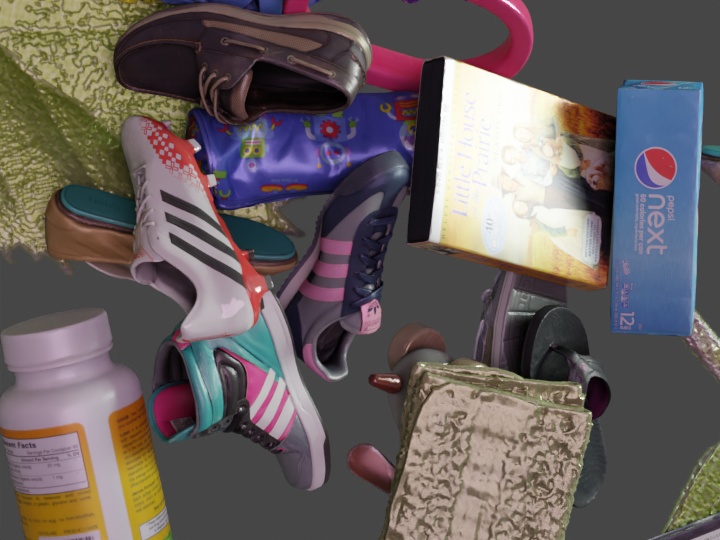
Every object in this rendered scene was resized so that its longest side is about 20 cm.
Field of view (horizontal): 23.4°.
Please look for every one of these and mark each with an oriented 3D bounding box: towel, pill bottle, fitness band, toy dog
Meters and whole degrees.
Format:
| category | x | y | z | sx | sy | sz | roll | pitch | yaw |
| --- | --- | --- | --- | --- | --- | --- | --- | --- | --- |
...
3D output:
| category | x | y | z | sx | sy | sz | roll | pitch | yaw |
| --- | --- | --- | --- | --- | --- | --- | --- | --- | --- |
| towel | 0.092 | 0.174 | 1.335 | 0.147 | 0.036 | 0.201 | 10 | 95 | -5 |
| pill bottle | -0.215 | 0.136 | 1.331 | 0.110 | 0.111 | 0.201 | -12 | 99 | -11 |
| fitness band | 0.038 | -0.192 | 1.334 | 0.199 | 0.144 | 0.038 | 15 | 53 | -22 |
| toy dog | 0.041 | 0.144 | 1.392 | 0.096 | 0.132 | 0.201 | -4 | 89 | -34 |

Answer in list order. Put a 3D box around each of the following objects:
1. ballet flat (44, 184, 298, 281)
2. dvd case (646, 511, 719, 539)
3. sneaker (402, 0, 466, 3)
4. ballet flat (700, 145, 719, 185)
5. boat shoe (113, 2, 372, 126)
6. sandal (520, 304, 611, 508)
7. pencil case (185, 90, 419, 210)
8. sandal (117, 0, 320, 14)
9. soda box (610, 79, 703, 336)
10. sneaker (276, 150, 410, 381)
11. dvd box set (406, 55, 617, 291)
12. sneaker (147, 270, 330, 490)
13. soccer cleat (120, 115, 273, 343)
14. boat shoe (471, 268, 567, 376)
| category | x | y | z | sx | sy | sz | roll | pitch | yaw |
| --- | --- | --- | --- | --- | --- | --- | --- | --- | --- |
| ballet flat | -0.150 | -0.018 | 1.361 | 0.199 | 0.069 | 0.063 | 14 | 122 | -12 |
| dvd case | 0.339 | 0.305 | 1.526 | 0.148 | 0.016 | 0.201 | -20 | 102 | -9 |
| sneaker | 0.029 | -0.251 | 1.338 | 0.199 | 0.080 | 0.089 | 2 | 112 | -36 |
| ballet flat | 0.371 | -0.066 | 1.463 | 0.199 | 0.068 | 0.068 | 2 | 103 | -11 |
| boat shoe | -0.092 | -0.152 | 1.303 | 0.199 | 0.074 | 0.075 | -2 | 137 | 10 |
| sandal | 0.179 | 0.110 | 1.412 | 0.075 | 0.048 | 0.201 | -45 | 132 | -33 |
| pencil case | -0.036 | -0.092 | 1.358 | 0.199 | 0.078 | 0.087 | -5 | 65 | -11 |
| sandal | -0.103 | -0.232 | 1.323 | 0.199 | 0.087 | 0.080 | -5 | 95 | -15 |
| soda box | 0.241 | -0.051 | 1.416 | 0.067 | 0.064 | 0.201 | 3 | 103 | 13 |
| sneaker | 0.000 | 0.000 | 1.332 | 0.070 | 0.082 | 0.200 | -14 | 144 | -39 |
| dvd box set | 0.123 | -0.073 | 1.365 | 0.199 | 0.029 | 0.147 | 14 | 76 | -39 |
| sneaker | -0.099 | 0.110 | 1.344 | 0.120 | 0.084 | 0.201 | -29 | 121 | -20 |
| soccer cleat | -0.141 | -0.033 | 1.286 | 0.085 | 0.069 | 0.201 | -20 | 66 | -27 |
| boat shoe | 0.117 | 0.071 | 1.421 | 0.074 | 0.065 | 0.203 | 2 | 99 | -41 |
